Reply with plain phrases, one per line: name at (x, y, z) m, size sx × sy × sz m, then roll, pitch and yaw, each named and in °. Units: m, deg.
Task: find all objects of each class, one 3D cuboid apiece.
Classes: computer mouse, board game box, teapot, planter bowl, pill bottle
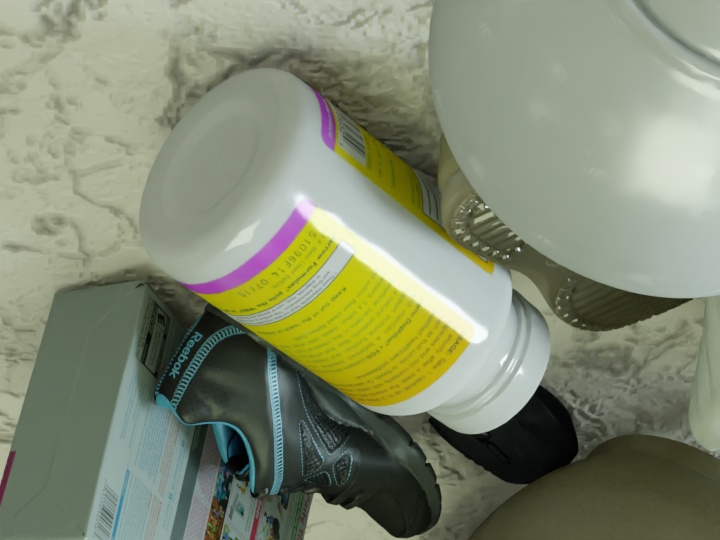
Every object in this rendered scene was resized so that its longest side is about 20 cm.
computer mouse at (0.043, 0.066, 1.056) m, size 0.199 × 0.034 × 0.058 m, roll 31°, pitch 133°, yaw -30°
board game box at (-0.101, 0.124, 1.033) m, size 0.064 × 0.149 × 0.200 m, roll -8°, pitch 141°, yaw 26°
teapot at (0.122, -0.100, 0.726) m, size 0.198 × 0.199 × 0.146 m, roll 10°, pitch 151°, yaw -10°
planter bowl at (0.148, 0.174, 1.059) m, size 0.199 × 0.135 × 0.201 m, roll 22°, pitch 145°, yaw 17°
pill bottle at (0.000, 0.000, 0.920) m, size 0.104 × 0.105 × 0.200 m, roll -29°, pitch 132°, yaw 31°

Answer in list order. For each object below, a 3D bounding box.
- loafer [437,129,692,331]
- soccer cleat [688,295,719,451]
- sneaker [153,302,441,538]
loafer at (0.100, -0.029, 0.916) m, size 0.075 × 0.069 × 0.200 m, roll -23°, pitch 151°, yaw 23°
soccer cleat at (0.186, 0.005, 0.913) m, size 0.069 × 0.078 × 0.201 m, roll -26°, pitch 148°, yaw -31°
sneaker at (-0.032, 0.087, 1.032) m, size 0.073 × 0.082 × 0.200 m, roll 23°, pitch 160°, yaw 52°
